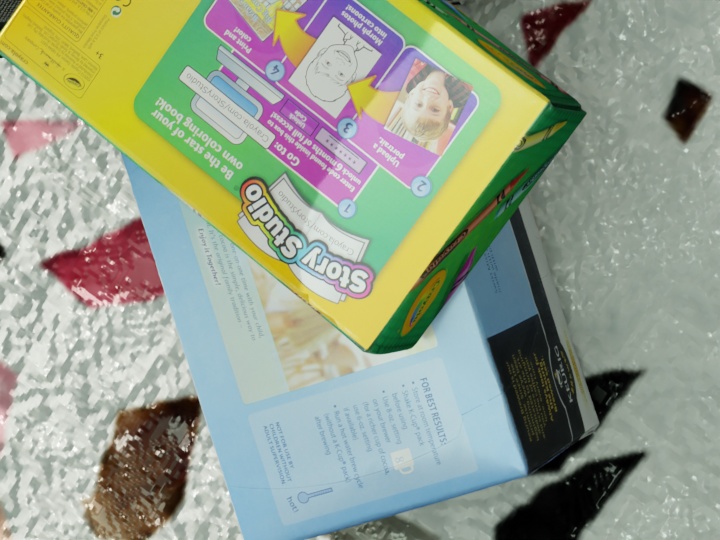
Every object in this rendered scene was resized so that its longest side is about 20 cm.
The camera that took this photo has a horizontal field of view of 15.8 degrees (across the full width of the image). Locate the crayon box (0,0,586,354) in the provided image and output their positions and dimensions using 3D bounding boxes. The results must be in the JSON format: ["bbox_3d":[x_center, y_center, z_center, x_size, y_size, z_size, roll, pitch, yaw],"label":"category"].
[{"bbox_3d":[-0.029,-0.075,1.004,0.200,0.058,0.119,39,102,13],"label":"crayon box"}]

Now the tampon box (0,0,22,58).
[{"bbox_3d":[-0.212,-0.178,1.116,0.150,0.200,0.126,35,106,11],"label":"tampon box"}]

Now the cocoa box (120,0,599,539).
[{"bbox_3d":[0.000,0.000,1.103,0.133,0.131,0.200,-18,91,19],"label":"cocoa box"}]
